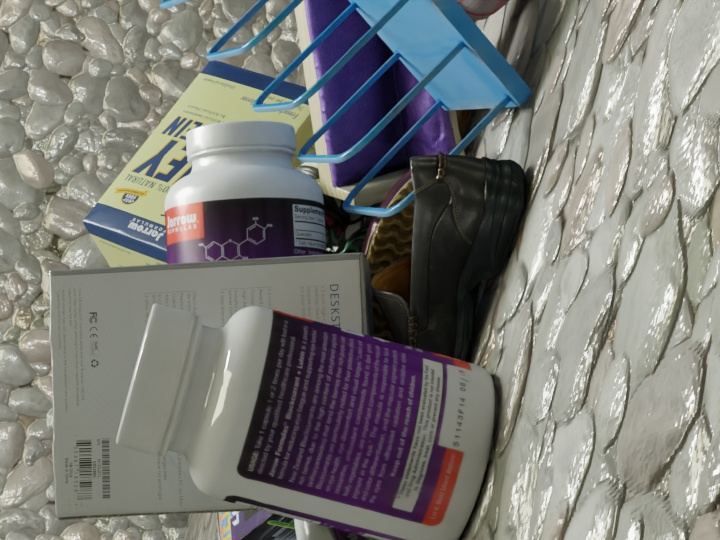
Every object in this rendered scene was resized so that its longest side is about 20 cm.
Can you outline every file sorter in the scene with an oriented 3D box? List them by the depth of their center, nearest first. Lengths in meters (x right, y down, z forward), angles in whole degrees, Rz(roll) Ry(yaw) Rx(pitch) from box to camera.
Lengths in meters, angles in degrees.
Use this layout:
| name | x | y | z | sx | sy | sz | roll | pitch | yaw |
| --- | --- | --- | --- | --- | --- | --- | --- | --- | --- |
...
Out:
| name | x | y | z | sx | sy | sz | roll | pitch | yaw |
| --- | --- | --- | --- | --- | --- | --- | --- | --- | --- |
| file sorter | -0.016 | -0.146 | 1.102 | 0.123 | 0.200 | 0.139 | -45 | 15 | -11 |

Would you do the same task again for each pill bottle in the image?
| name | x | y | z | sx | sy | sz | roll | pitch | yaw |
| --- | --- | --- | --- | --- | --- | --- | --- | --- | --- |
| pill bottle | -0.033 | 0.084 | 0.967 | 0.111 | 0.199 | 0.112 | -165 | 90 | -82 |
| pill bottle | -0.078 | 0.002 | 1.176 | 0.112 | 0.112 | 0.201 | 146 | 120 | -79 |

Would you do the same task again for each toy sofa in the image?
| name | x | y | z | sx | sy | sz | roll | pitch | yaw |
| --- | --- | --- | --- | --- | --- | --- | --- | --- | --- |
| toy sofa | 0.007 | -0.151 | 1.228 | 0.097 | 0.082 | 0.201 | 20 | 123 | 56 |

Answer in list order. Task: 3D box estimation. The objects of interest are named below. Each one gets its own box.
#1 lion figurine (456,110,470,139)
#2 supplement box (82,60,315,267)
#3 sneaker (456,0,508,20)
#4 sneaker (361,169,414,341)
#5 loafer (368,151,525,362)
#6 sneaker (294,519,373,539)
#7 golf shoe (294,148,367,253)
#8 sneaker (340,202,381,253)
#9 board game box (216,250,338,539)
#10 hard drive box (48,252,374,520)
| name | x | y | z | sx | sy | sz | roll | pitch | yaw |
| --- | --- | --- | --- | --- | --- | --- | --- | --- | --- |
| lion figurine | 0.045 | -0.127 | 1.326 | 0.200 | 0.072 | 0.123 | -134 | 44 | -75 |
| supplement box | -0.108 | -0.039 | 1.522 | 0.200 | 0.134 | 0.200 | -55 | -34 | -25 |
| sneaker | 0.103 | -0.281 | 1.181 | 0.105 | 0.075 | 0.202 | 159 | 122 | -81 |
| sneaker | 0.022 | 0.020 | 1.177 | 0.090 | 0.075 | 0.201 | -141 | 67 | -76 |
| loafer | 0.039 | 0.015 | 1.064 | 0.073 | 0.072 | 0.201 | -96 | 21 | -67 |
| sneaker | -0.019 | 0.206 | 1.103 | 0.200 | 0.074 | 0.100 | -96 | 23 | -70 |
| golf shoe | -0.013 | -0.058 | 1.395 | 0.088 | 0.077 | 0.200 | -47 | -7 | -2 |
| sneaker | 0.000 | 0.000 | 1.291 | 0.074 | 0.087 | 0.201 | -45 | 28 | 39 |
| board game box | -0.060 | 0.108 | 1.346 | 0.165 | 0.056 | 0.201 | -44 | 46 | 48 |
| hard drive box | -0.090 | 0.074 | 1.075 | 0.077 | 0.199 | 0.157 | 48 | -140 | -83 |
